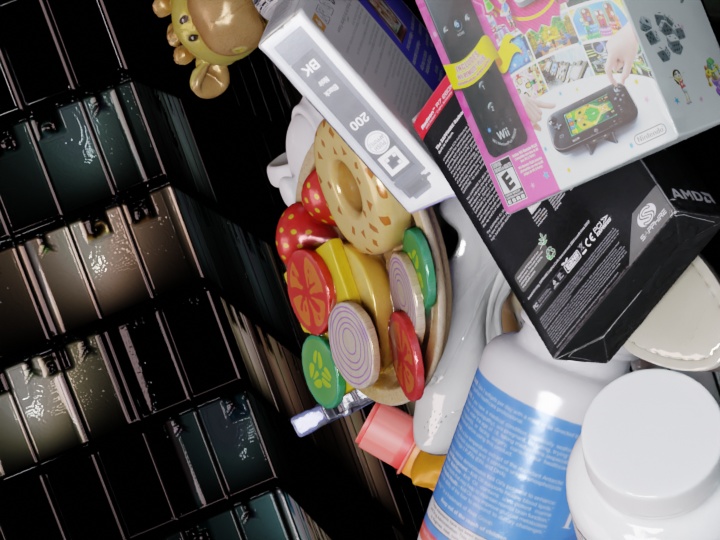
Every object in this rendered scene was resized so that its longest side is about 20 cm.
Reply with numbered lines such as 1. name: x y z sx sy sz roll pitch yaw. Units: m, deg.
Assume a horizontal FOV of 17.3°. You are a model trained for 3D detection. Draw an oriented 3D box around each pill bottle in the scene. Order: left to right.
1. pill bottle: 0.117 0.107 1.517 0.112 0.112 0.201 47 121 63
2. pill bottle: 0.180 0.140 1.404 0.111 0.110 0.200 62 175 31

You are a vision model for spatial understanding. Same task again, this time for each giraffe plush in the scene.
1. giraffe plush: -0.082 -0.226 1.900 0.200 0.162 0.173 109 137 -73

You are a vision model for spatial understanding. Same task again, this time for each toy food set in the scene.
1. toy food set: 0.000 0.000 1.607 0.200 0.048 0.199 -36 70 59

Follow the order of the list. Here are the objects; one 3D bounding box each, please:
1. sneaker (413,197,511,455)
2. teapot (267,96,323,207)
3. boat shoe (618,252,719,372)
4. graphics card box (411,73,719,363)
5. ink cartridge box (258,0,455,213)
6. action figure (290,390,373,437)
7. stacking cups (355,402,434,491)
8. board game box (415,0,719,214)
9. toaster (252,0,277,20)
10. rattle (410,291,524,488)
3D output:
1. sneaker: 0.059 0.031 1.640 0.074 0.087 0.201 27 110 53
2. teapot: 0.007 -0.083 1.793 0.200 0.146 0.198 83 162 -57
3. boat shoe: 0.168 0.009 1.404 0.059 0.072 0.200 24 -174 -39
4. graphics card box: 0.118 -0.060 1.382 0.126 0.051 0.200 -54 48 30
5. ink cartridge box: 0.024 -0.116 1.540 0.200 0.043 0.198 47 -159 -14
6. action figure: 0.017 0.039 1.842 0.105 0.199 0.193 62 178 -10
7. stacking cups: 0.093 0.159 1.798 0.200 0.061 0.061 32 164 4
8. board game box: 0.102 -0.148 1.265 0.147 0.064 0.201 -25 87 51
9. toaster: -0.038 -0.258 1.715 0.200 0.113 0.130 170 85 -83
10. rattle: 0.088 0.053 1.699 0.200 0.142 0.131 73 -172 -57
